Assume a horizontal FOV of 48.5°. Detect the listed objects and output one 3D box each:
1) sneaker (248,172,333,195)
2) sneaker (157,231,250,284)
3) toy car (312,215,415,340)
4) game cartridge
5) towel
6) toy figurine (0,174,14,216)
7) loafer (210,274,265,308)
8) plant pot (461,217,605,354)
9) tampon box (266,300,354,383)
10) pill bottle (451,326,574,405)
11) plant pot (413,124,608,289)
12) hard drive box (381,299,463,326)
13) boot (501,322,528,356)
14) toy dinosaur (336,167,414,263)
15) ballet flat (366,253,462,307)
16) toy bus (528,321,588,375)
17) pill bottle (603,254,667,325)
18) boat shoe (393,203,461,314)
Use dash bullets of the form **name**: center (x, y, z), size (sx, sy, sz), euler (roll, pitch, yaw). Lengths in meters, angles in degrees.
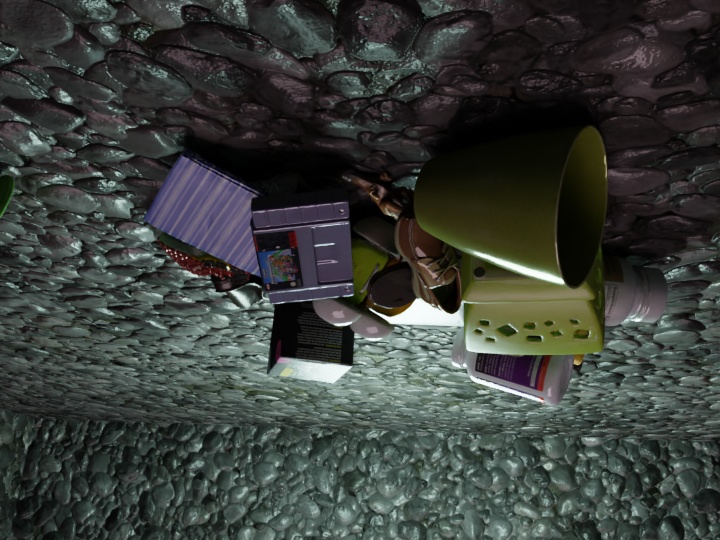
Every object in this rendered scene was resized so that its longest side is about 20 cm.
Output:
- **sneaker**: center (-0.123, -0.106, 1.102), size (0.199, 0.076, 0.092), euler (12, 136, -9)
- **sneaker**: center (-0.241, -0.036, 1.283), size (0.199, 0.082, 0.078), euler (13, 153, 30)
- **toy car**: center (0.000, 0.000, 1.260), size (0.150, 0.175, 0.200), euler (35, -174, 42)
- **game cartridge**: center (-0.076, -0.026, 1.077), size (0.129, 0.038, 0.200), euler (-10, 142, -5)
- **towel**: center (-0.177, -0.071, 1.081), size (0.200, 0.024, 0.145), euler (27, 130, -18)
- **toy figurine**: center (-0.611, -0.122, 1.102), size (0.184, 0.150, 0.200), euler (39, 167, -36)
- **loafer**: center (-0.197, 0.029, 1.378), size (0.073, 0.072, 0.200), euler (-10, 178, 12)
- **plant pot**: center (0.235, -0.009, 1.102), size (0.198, 0.201, 0.182), euler (-2, 152, 15)
- **tampon box**: center (-0.083, 0.077, 1.377), size (0.126, 0.201, 0.150), euler (8, 159, -12)
- **pill bottle**: center (0.267, 0.159, 1.411), size (0.199, 0.113, 0.112), euler (15, 166, 28)
- **plant pot**: center (0.173, -0.083, 0.965), size (0.199, 0.188, 0.187), euler (8, 165, 32)
- **hard drive box**: center (0.098, 0.040, 1.420), size (0.199, 0.077, 0.156), euler (3, 160, 4)
- **boot**: center (0.277, 0.072, 1.356), size (0.199, 0.155, 0.072), euler (16, 158, -25)
- **toy dinosaur**: center (0.048, -0.091, 1.109), size (0.106, 0.061, 0.200), euler (-6, 140, 42)
- **ballet flat**: center (0.080, 0.007, 1.191), size (0.200, 0.068, 0.046), euler (-17, -143, -39)
- **toy bus**: center (0.331, 0.119, 1.536), size (0.191, 0.136, 0.200), euler (18, 160, 1)
- **pill bottle**: center (0.379, 0.030, 1.285), size (0.199, 0.115, 0.114), euler (6, 160, -7)
- **boat shoe**: center (0.105, -0.013, 1.100), size (0.074, 0.076, 0.200), euler (43, 165, 39)
